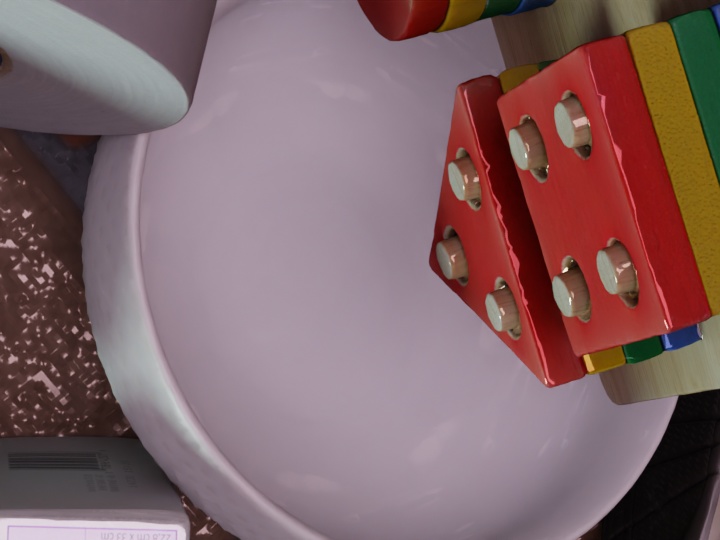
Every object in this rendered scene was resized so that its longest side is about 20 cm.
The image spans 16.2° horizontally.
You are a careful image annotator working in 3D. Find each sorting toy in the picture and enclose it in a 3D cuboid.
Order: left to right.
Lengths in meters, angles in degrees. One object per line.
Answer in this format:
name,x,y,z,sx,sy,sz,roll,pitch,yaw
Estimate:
sorting toy,0.055,-0.060,0.669,0.070,0.199,0.200,-16,88,-15

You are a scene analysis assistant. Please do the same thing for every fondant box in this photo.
fondant box,-0.088,0.158,0.762,0.058,0.144,0.200,1,94,-9

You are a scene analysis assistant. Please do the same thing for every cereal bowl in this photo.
cereal bowl,0.000,0.000,0.776,0.200,0.083,0.200,8,76,-32

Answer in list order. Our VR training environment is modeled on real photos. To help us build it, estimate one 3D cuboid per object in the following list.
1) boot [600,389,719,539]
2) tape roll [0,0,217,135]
boot,0.158,0.118,0.826,0.150,0.073,0.200,14,68,-20
tape roll,-0.132,-0.096,0.647,0.200,0.200,0.066,15,81,-9
